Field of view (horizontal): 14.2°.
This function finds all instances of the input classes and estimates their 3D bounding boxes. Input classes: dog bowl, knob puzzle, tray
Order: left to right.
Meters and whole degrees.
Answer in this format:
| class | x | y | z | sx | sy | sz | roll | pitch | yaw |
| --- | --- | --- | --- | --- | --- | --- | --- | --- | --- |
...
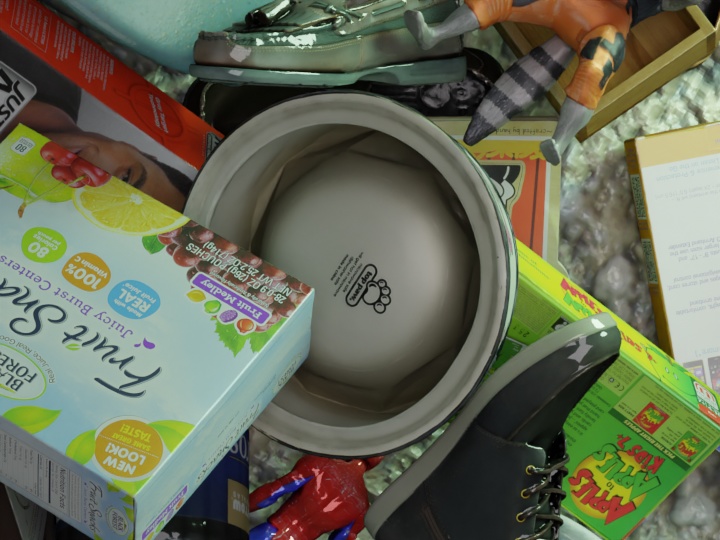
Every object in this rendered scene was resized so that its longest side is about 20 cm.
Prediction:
| class | x | y | z | sx | sy | sz | roll | pitch | yaw |
| --- | --- | --- | --- | --- | --- | --- | --- | --- | --- |
| dog bowl | 0.000 | 0.000 | 1.600 | 0.199 | 0.074 | 0.202 | 1 | 94 | 22 |
| knob puzzle | 0.028 | 0.010 | 1.697 | 0.218 | 0.030 | 0.221 | -3 | 111 | -8 |
| tray | 0.111 | -0.184 | 1.703 | 0.098 | 0.037 | 0.201 | -34 | 72 | -3 |

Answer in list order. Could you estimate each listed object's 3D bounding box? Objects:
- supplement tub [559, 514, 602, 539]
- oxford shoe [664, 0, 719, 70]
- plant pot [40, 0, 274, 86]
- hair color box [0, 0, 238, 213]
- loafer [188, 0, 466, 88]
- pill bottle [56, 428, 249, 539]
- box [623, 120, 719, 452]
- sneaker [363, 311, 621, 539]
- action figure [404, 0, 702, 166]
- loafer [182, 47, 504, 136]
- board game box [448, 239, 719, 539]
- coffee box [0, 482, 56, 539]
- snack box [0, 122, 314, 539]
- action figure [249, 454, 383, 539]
| class | x | y | z | sx | sy | sz | roll | pitch | yaw |
| --- | --- | --- | --- | --- | --- | --- | --- | --- | --- |
| supplement tub | 0.099 | 0.251 | 1.693 | 0.122 | 0.123 | 0.201 | 35 | 87 | -5 |
| oxford shoe | 0.203 | -0.222 | 1.730 | 0.071 | 0.071 | 0.202 | -1 | 89 | -5 |
| plant pot | -0.112 | -0.217 | 1.640 | 0.200 | 0.196 | 0.196 | 42 | 86 | -23 |
| hair color box | -0.175 | -0.078 | 1.649 | 0.199 | 0.061 | 0.102 | 34 | 116 | -21 |
| loafer | -0.018 | -0.134 | 1.602 | 0.199 | 0.072 | 0.063 | -5 | 101 | -47 |
| pill bottle | -0.118 | 0.121 | 1.648 | 0.111 | 0.112 | 0.202 | 1 | 72 | -6 |
| box | 0.235 | 0.008 | 1.750 | 0.118 | 0.041 | 0.202 | -10 | 94 | -6 |
| sneaker | 0.099 | 0.118 | 1.616 | 0.106 | 0.075 | 0.200 | 51 | 120 | 18 |
| action figure | 0.111 | -0.168 | 1.633 | 0.200 | 0.105 | 0.193 | 38 | 65 | 24 |
| loafer | -0.007 | -0.104 | 1.705 | 0.198 | 0.071 | 0.074 | -9 | 91 | -6 |
| board game box | 0.108 | 0.063 | 1.681 | 0.200 | 0.048 | 0.102 | 37 | 110 | -20 |
| coffee box | -0.233 | 0.150 | 1.628 | 0.112 | 0.080 | 0.201 | -9 | 118 | 7 |
| snack box | -0.151 | 0.035 | 1.537 | 0.199 | 0.068 | 0.169 | 29 | 55 | 19 |
| action figure | -0.058 | 0.169 | 1.713 | 0.200 | 0.052 | 0.066 | -43 | 100 | -9 |
